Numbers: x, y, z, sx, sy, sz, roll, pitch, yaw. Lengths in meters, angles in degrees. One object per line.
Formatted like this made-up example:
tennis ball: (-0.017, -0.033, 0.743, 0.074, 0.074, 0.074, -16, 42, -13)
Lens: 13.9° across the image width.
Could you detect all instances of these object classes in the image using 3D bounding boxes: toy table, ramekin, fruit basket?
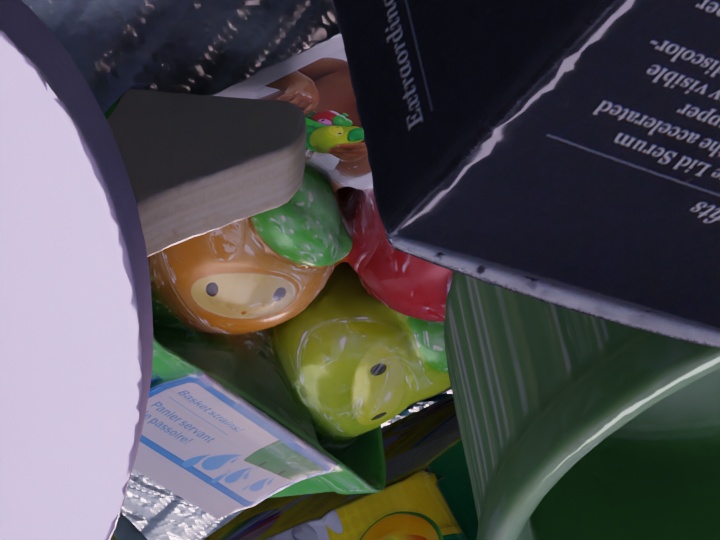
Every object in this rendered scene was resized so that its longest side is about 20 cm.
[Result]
toy table: (-0.111, -0.011, 0.747, 0.183, 0.117, 0.201, 14, 123, -3)
ramekin: (0.118, 0.030, 0.820, 0.199, 0.098, 0.201, -10, 143, -8)
fruit basket: (0.000, 0.000, 0.870, 0.199, 0.094, 0.185, -17, 147, 27)

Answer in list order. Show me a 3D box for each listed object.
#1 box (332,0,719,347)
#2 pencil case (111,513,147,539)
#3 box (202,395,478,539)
box: (0.085, -0.105, 0.549, 0.104, 0.149, 0.200, 16, 136, -32)
pencil case: (-0.103, 0.116, 0.982, 0.200, 0.083, 0.091, 43, 154, 14)
box: (-0.002, 0.091, 1.024, 0.200, 0.049, 0.117, -25, -174, 44)
